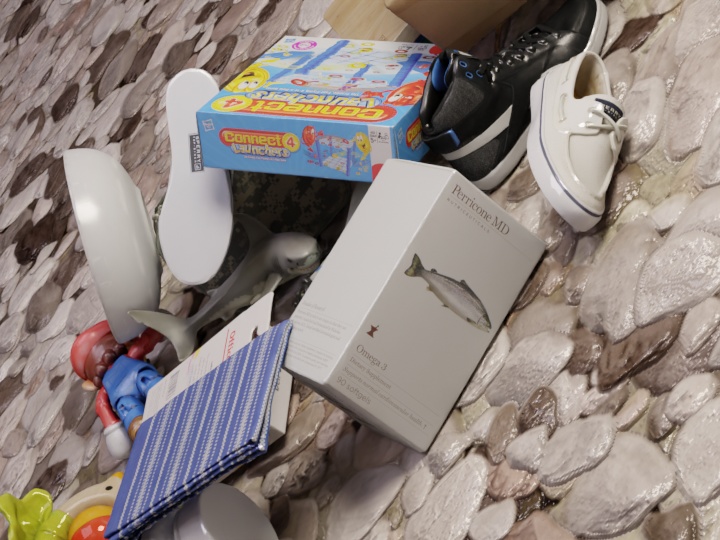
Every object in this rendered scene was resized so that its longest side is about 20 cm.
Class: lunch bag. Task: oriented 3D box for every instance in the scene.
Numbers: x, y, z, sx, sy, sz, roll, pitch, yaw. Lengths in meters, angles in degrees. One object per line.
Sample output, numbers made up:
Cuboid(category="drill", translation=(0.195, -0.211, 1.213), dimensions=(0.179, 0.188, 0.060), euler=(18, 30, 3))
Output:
Cuboid(category="lunch bag", translation=(-0.118, -0.077, 1.792), dimensions=(0.200, 0.139, 0.168), euler=(-49, 17, 11))

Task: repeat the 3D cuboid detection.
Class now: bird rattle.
Cuboid(category="bird rattle", translation=(-0.270, 0.270, 1.672), dimensions=(0.162, 0.113, 0.200), euler=(-35, 31, -1))

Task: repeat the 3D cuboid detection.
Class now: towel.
Cuboid(category="towel", translation=(-0.131, 0.137, 1.438), dimensions=(0.199, 0.024, 0.146), euler=(-36, 27, 33))

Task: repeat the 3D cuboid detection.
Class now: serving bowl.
Cuboid(category="serving bowl", translation=(-0.241, -0.031, 1.771), dimensions=(0.065, 0.202, 0.201), euler=(-15, 30, -4))

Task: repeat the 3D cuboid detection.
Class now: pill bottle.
Cuboid(category="pill bottle", translation=(-0.165, 0.274, 1.476), dimensions=(0.200, 0.113, 0.114), euler=(-41, 29, 22))

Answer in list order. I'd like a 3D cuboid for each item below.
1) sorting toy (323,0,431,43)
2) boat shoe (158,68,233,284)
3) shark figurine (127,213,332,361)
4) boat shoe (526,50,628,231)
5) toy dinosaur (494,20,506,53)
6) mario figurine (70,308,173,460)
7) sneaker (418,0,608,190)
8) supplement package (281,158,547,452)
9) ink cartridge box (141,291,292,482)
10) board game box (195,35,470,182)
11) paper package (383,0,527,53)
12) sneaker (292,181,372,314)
Cuboid(category="sorting toy", translation=(0.071, -0.294, 1.806), dimensions=(0.200, 0.069, 0.199), euler=(-50, 27, 9))
Cuboid(category="boat shoe", translation=(-0.153, -0.087, 1.664), dimensions=(0.068, 0.071, 0.203), euler=(13, -107, -83))
Cuboid(category="shark figurine", translation=(-0.115, -0.005, 1.695), dimensions=(0.213, 0.090, 0.128), euler=(-31, 6, 29))
Cuboid(category="boat shoe", translation=(0.182, -0.113, 1.424), dimensions=(0.070, 0.071, 0.201), euler=(-41, 23, 29))
Cuboid(category="toy dinosaur", translation=(0.171, -0.290, 1.652), dimensions=(0.200, 0.060, 0.107), euler=(-44, 30, 19))
Cuboid(category="mario figurine", translation=(-0.225, 0.118, 1.823), dimensions=(0.122, 0.107, 0.200), euler=(-24, 33, -17))
Cuboid(category="sneaker", translation=(0.128, -0.180, 1.535), dimensions=(0.201, 0.112, 0.073), euler=(-56, 29, -4))
Cuboid(category="supplement package", translation=(0.038, 0.026, 1.436), dimensions=(0.201, 0.116, 0.117), euler=(-59, 27, -8))
Cuboid(category="ink cartridge box", translation=(-0.124, 0.121, 1.628), dimensions=(0.200, 0.067, 0.118), euler=(-38, 31, 35))
Cuboid(category="board game box", translation=(-0.020, -0.152, 1.618), dimensions=(0.198, 0.057, 0.196), euler=(6, 29, 22))
Cuboid(category="paper package", translation=(0.112, -0.328, 1.598), dimensions=(0.200, 0.103, 0.192), euler=(-38, 40, 32))
Cuboid(category="sneaker", translation=(0.000, 0.000, 1.596), dimensions=(0.201, 0.072, 0.072), euler=(-61, 37, 16))
